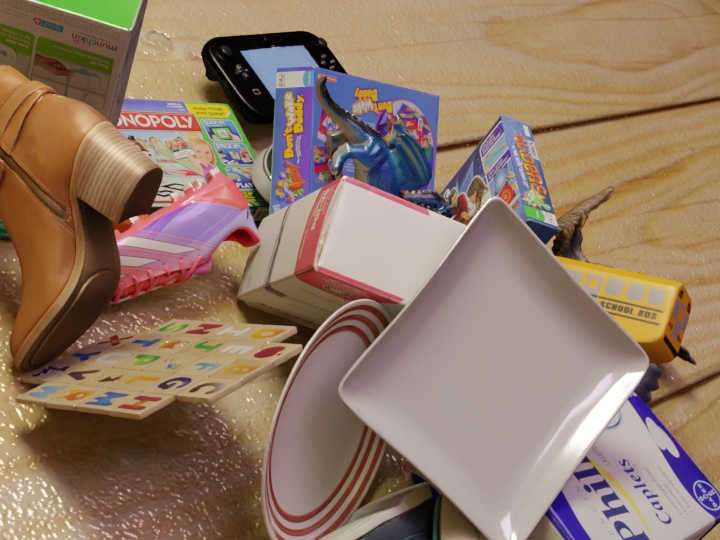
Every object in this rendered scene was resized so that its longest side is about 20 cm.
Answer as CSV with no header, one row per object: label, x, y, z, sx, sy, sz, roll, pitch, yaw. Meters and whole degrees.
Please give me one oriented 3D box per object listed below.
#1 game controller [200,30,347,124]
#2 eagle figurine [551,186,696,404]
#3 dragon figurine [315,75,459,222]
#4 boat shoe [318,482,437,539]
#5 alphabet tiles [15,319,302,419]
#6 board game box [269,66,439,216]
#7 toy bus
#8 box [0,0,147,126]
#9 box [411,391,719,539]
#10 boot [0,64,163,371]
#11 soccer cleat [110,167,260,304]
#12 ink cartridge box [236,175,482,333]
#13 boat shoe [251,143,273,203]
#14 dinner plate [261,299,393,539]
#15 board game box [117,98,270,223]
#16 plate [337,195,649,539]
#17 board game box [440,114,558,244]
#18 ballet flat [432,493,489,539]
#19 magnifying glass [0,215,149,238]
game controller,-0.077,-0.198,1.416,0.104,0.042,0.200,47,32,16
eagle figurine,0.237,0.034,1.389,0.152,0.151,0.200,-23,96,-5
dragon figurine,0.025,-0.096,1.201,0.099,0.200,0.059,-18,27,0
boat shoe,0.001,0.217,1.037,0.200,0.075,0.062,-18,84,-61
alphabet tiles,-0.147,0.068,1.016,0.166,0.200,0.006,-27,112,-48
board game box,-0.002,-0.109,1.296,0.200,0.045,0.135,3,90,-54
toy bus,0.197,0.034,1.289,0.200,0.078,0.065,13,-14,29
box,-0.286,-0.182,1.123,0.200,0.177,0.097,16,46,-7
box,0.180,0.188,1.177,0.200,0.105,0.184,-16,61,-45
boot,-0.251,-0.040,1.036,0.155,0.200,0.077,34,23,15
soccer cleat,-0.167,-0.011,1.133,0.200,0.067,0.076,-37,95,-34
ink cartridge box,0.000,0.000,1.150,0.146,0.200,0.083,21,76,-19
boat shoe,-0.042,-0.114,1.335,0.069,0.057,0.200,46,29,0
dinner plate,-0.025,0.117,1.048,0.024,0.200,0.200,16,31,25
board game box,-0.183,-0.099,1.261,0.200,0.029,0.135,-3,53,-39
plate,0.102,0.080,1.062,0.200,0.032,0.200,44,73,-18
board game box,0.097,-0.024,1.256,0.034,0.200,0.135,17,42,-25
ballet flat,0.088,0.257,1.043,0.069,0.069,0.200,19,56,-21
magnifying glass,-0.232,-0.049,1.147,0.200,0.080,0.022,16,33,-39
